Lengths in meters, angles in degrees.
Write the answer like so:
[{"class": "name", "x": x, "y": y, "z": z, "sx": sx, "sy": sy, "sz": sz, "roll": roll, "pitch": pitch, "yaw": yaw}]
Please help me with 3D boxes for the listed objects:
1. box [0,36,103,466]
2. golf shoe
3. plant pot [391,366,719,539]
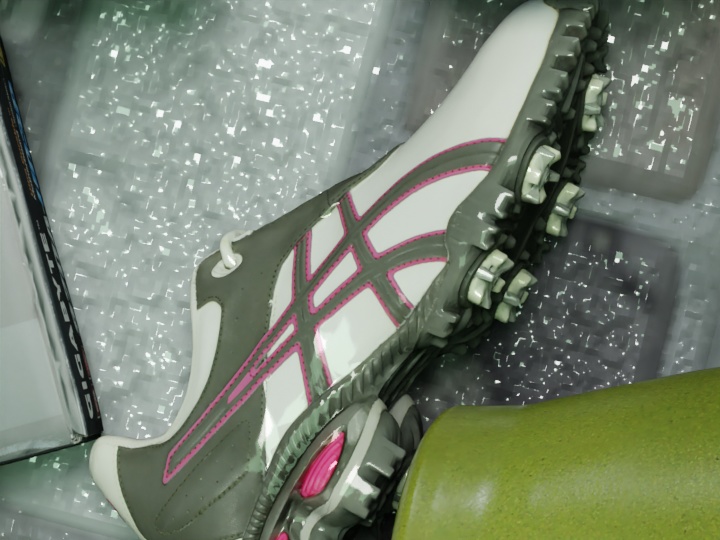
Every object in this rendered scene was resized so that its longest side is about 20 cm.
[{"class": "box", "x": -0.189, "y": -0.002, "z": 0.806, "sx": 0.200, "sy": 0.046, "sz": 0.159, "roll": -15, "pitch": 88, "yaw": 2}, {"class": "golf shoe", "x": 0.000, "y": 0.000, "z": 0.787, "sx": 0.088, "sy": 0.077, "sz": 0.200, "roll": 29, "pitch": 86, "yaw": 16}, {"class": "plant pot", "x": 0.109, "y": 0.104, "z": 0.733, "sx": 0.193, "sy": 0.200, "sz": 0.201, "roll": 3, "pitch": 89, "yaw": 13}]
